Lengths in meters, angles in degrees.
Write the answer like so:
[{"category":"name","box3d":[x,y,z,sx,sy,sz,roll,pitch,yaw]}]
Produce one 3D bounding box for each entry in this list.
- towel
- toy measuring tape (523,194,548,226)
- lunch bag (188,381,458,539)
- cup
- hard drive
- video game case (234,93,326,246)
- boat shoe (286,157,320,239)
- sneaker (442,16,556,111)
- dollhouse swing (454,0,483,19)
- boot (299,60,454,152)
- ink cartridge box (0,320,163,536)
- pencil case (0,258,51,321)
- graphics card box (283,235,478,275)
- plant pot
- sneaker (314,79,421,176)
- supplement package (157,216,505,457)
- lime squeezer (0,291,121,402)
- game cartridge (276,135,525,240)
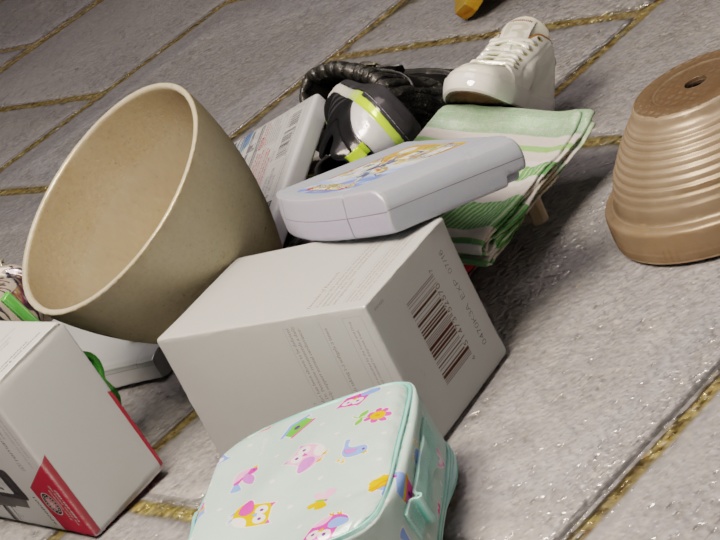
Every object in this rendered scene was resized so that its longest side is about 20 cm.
[{"category":"towel","box3d":[0.080,-0.072,1.584,0.151,0.024,0.200,6,38,33]},{"category":"toy measuring tape","box3d":[0.084,-0.063,1.645,0.199,0.074,0.074,1,34,45]},{"category":"lunch bag","box3d":[-0.020,0.154,1.241,0.159,0.078,0.200,-20,22,17]},{"category":"cup","box3d":[-0.144,-0.023,1.570,0.200,0.143,0.202,-32,40,32]},{"category":"hard drive","box3d":[-0.223,0.066,1.788,0.199,0.026,0.132,-13,25,34]},{"category":"video game case","box3d":[-0.115,-0.046,1.737,0.182,0.022,0.201,-27,32,36]},{"category":"boat shoe","box3d":[-0.030,-0.061,1.780,0.198,0.072,0.060,-15,20,17]},{"category":"sneaker","box3d":[0.119,-0.176,1.721,0.072,0.086,0.200,7,5,18]},{"category":"dollhouse swing","box3d":[0.212,-0.351,2.208,0.180,0.177,0.200,15,23,-4]},{"category":"boot","box3d":[-0.012,-0.148,1.862,0.210,0.080,0.157,-10,0,39]},{"category":"ink cartridge box","box3d":[-0.264,0.116,1.546,0.199,0.146,0.083,-1,39,52]},{"category":"pencil case","box3d":[-0.353,0.068,1.862,0.077,0.090,0.200,-19,21,25]},{"category":"graphics card box","box3d":[0.000,0.000,1.622,0.199,0.051,0.125,-6,30,48]},{"category":"plant pot","box3d":[0.258,-0.097,1.459,0.199,0.093,0.201,-25,19,9]},{"category":"sneaker","box3d":[-0.013,-0.107,1.661,0.083,0.072,0.200,-45,6,-7]},{"category":"supplement package","box3d":[-0.021,0.053,1.425,0.199,0.118,0.117,-10,27,39]},{"category":"lime squeezer","box3d":[-0.221,0.083,1.584,0.038,0.201,0.071,-41,59,-17]},{"category":"game cartridge","box3d":[0.019,-0.059,1.470,0.132,0.042,0.200,-18,9,-23]}]
